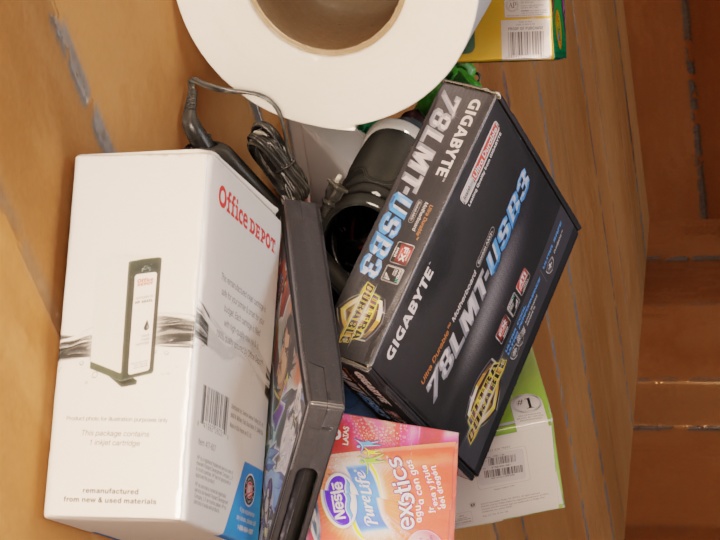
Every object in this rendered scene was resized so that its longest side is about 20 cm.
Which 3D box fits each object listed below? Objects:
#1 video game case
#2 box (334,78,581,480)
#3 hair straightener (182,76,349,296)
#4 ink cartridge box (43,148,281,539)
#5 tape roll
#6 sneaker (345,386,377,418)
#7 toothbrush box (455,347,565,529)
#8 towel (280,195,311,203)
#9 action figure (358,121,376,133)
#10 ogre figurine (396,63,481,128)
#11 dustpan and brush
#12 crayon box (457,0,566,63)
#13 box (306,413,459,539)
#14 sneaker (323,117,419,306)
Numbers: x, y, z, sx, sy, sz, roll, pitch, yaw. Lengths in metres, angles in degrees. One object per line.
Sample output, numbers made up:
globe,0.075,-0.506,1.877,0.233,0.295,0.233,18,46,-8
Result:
video game case,-0.048,0.087,1.180,0.201,0.025,0.182,-99,-159,-54
box,0.064,0.010,1.274,0.201,0.049,0.199,-65,151,-16
hair straightener,-0.048,-0.048,1.275,0.201,0.077,0.041,57,4,-16
ink cartridge box,-0.107,0.048,1.096,0.146,0.084,0.202,46,45,-70
tape roll,-0.009,-0.211,1.266,0.139,0.201,0.204,-62,149,-62
sneaker,0.046,0.057,1.393,0.200,0.066,0.079,-39,154,-38
toothbrush box,0.065,0.102,1.484,0.200,0.144,0.087,-98,177,-60
towel,-0.031,0.053,1.465,0.147,0.030,0.201,-98,178,-52
action figure,-0.016,-0.148,1.472,0.201,0.117,0.055,96,-27,-52
ogre figurine,0.044,-0.092,1.559,0.098,0.120,0.201,25,33,-28
dustpan and brush,0.029,-0.034,1.444,0.200,0.057,0.140,36,-35,47
crayon box,0.059,-0.222,1.538,0.058,0.198,0.120,-23,112,-74
box,-0.015,0.173,1.262,0.200,0.102,0.095,122,-25,-60
sneaker,0.000,0.000,1.371,0.099,0.070,0.201,-60,163,-50
